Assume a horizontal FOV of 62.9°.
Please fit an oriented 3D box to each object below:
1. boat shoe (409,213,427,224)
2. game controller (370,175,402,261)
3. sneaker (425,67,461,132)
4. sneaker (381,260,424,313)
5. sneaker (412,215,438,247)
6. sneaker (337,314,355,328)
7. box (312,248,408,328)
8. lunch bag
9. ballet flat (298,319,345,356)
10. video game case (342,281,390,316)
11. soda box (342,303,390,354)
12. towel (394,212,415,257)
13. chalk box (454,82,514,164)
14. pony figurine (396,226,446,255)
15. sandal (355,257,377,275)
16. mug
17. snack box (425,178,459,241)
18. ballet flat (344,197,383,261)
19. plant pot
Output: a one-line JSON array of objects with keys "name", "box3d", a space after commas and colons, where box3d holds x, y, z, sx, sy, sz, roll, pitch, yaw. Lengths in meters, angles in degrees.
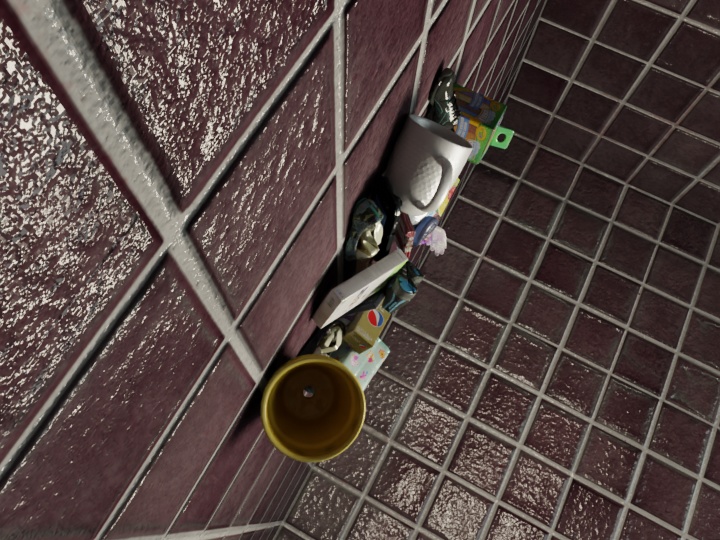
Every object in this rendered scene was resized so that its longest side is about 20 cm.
[{"name": "boat shoe", "box3d": [0.118, -0.211, 1.356, 0.086, 0.074, 0.203, -126, -151, -56]}, {"name": "game controller", "box3d": [0.043, -0.106, 1.237, 0.042, 0.104, 0.200, -20, 152, -21]}, {"name": "sneaker", "box3d": [0.200, -0.382, 1.362, 0.076, 0.079, 0.200, -59, 169, -24]}, {"name": "sneaker", "box3d": [0.092, 0.032, 1.368, 0.082, 0.073, 0.200, -51, 179, 23]}, {"name": "sneaker", "box3d": [0.132, -0.109, 1.464, 0.074, 0.082, 0.200, -42, -177, -11]}, {"name": "sneaker", "box3d": [-0.004, 0.090, 1.562, 0.200, 0.075, 0.100, -57, 170, -32]}, {"name": "box", "box3d": [-0.001, 0.039, 1.263, 0.200, 0.036, 0.144, -30, 167, -33]}, {"name": "lunch bag", "box3d": [-0.052, 0.239, 1.514, 0.200, 0.122, 0.170, -18, -156, 47]}, {"name": "ballet flat", "box3d": [-0.089, 0.185, 1.354, 0.200, 0.073, 0.073, -57, 169, -42]}, {"name": "video game case", "box3d": [0.015, 0.046, 1.434, 0.143, 0.019, 0.200, -15, -158, 32]}, {"name": "soda box", "box3d": [0.031, 0.108, 1.456, 0.068, 0.064, 0.200, -38, -166, 49]}, {"name": "towel", "box3d": [0.088, -0.114, 1.397, 0.023, 0.144, 0.200, -17, 162, -6]}, {"name": "chalk box", "box3d": [0.294, -0.372, 1.529, 0.124, 0.200, 0.125, -56, 169, -37]}, {"name": "pony figurine", "box3d": [0.174, -0.137, 1.766, 0.200, 0.166, 0.194, -33, 141, -41]}, {"name": "sandal", "box3d": [0.000, -0.002, 1.380, 0.211, 0.070, 0.078, -37, 165, -13]}, {"name": "mug", "box3d": [0.133, -0.196, 1.200, 0.176, 0.147, 0.200, -63, -154, 24]}, {"name": "snack box", "box3d": [0.177, -0.199, 1.619, 0.142, 0.053, 0.200, 30, 86, -43]}, {"name": "ballet flat", "box3d": [0.010, -0.064, 1.215, 0.074, 0.074, 0.200, -58, 168, -29]}, {"name": "plant pot", "box3d": [-0.102, 0.265, 1.203, 0.201, 0.200, 0.189, -62, -173, -5]}]
